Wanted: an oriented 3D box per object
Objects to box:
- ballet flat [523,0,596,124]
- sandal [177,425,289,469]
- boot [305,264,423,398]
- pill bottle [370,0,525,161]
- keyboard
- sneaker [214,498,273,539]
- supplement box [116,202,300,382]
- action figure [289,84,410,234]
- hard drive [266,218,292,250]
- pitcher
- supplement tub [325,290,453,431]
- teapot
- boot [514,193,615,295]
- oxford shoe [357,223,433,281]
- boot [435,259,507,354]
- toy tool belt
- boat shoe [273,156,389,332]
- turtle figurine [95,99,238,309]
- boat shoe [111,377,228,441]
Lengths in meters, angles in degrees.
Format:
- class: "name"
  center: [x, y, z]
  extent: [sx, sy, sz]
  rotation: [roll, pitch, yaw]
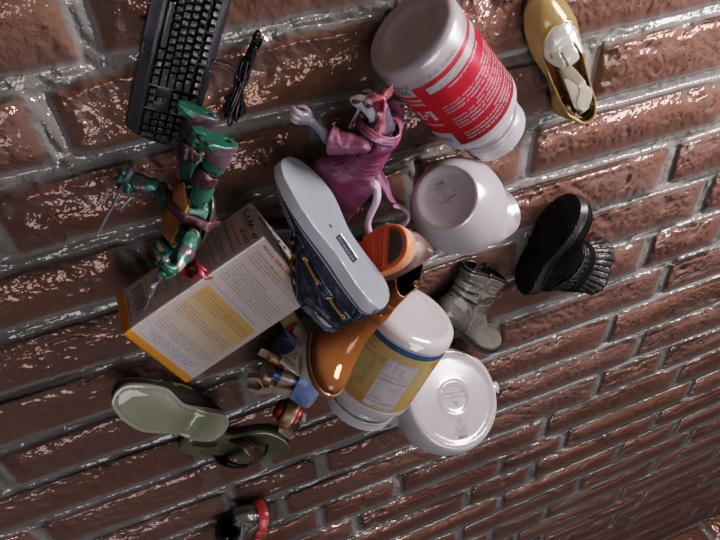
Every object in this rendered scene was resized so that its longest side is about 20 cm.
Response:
- class: "ballet flat"
  center: [0.262, -0.263, 0.856]
  extent: [0.068, 0.063, 0.200]
  rotation: [-37, 137, 7]
- class: "sandal"
  center: [-0.210, 0.304, 1.134]
  extent: [0.199, 0.058, 0.080]
  rotation: [12, 123, -37]
- class: "boot"
  center: [0.012, 0.065, 0.897]
  extent: [0.077, 0.201, 0.155]
  rotation: [40, 139, -20]
- class: "pill bottle"
  center: [0.110, -0.213, 0.781]
  extent: [0.112, 0.113, 0.199]
  rotation: [-43, 136, 14]
- class: "keyboard"
  center: [-0.161, -0.215, 0.698]
  extent: [0.126, 0.021, 0.201]
  rotation: [3, 129, -31]
- class: "sneaker"
  center: [-0.245, 0.521, 1.311]
  extent: [0.097, 0.071, 0.202]
  rotation: [6, 125, -33]
- class: "supplement box"
  center: [-0.173, 0.030, 0.819]
  extent: [0.199, 0.074, 0.126]
  rotation: [-33, 135, 3]
- class: "action figure"
  center: [0.001, -0.127, 0.771]
  extent: [0.133, 0.150, 0.200]
  rotation: [-29, 169, -26]
- class: "hard drive"
  center: [-0.126, -0.008, 0.897]
  extent: [0.198, 0.042, 0.136]
  rotation: [-8, 133, -22]
- class: "pitcher"
  center: [0.121, -0.066, 0.911]
  extent: [0.171, 0.122, 0.200]
  rotation: [-35, 163, 16]
- class: "supplement tub"
  center: [0.038, 0.135, 1.048]
  extent: [0.143, 0.145, 0.201]
  rotation: [7, 126, -34]
- class: "teapot"
  center: [0.135, 0.229, 1.193]
  extent: [0.199, 0.198, 0.146]
  rotation: [36, 156, -9]
- class: "boot"
  center: [0.358, -0.040, 1.106]
  extent: [0.156, 0.080, 0.212]
  rotation: [-1, 141, -19]
- class: "oxford shoe"
  center: [0.000, 0.000, 0.845]
  extent: [0.199, 0.072, 0.073]
  rotation: [-15, 162, 39]
- class: "boot"
  center: [0.206, 0.062, 1.136]
  extent: [0.199, 0.068, 0.131]
  rotation: [23, 111, -43]
- class: "toy tool belt"
  center: [-0.111, 0.140, 1.011]
  extent: [0.122, 0.125, 0.201]
  rotation: [28, 114, -9]
- class: "boat shoe"
  center: [-0.057, -0.023, 0.771]
  extent: [0.091, 0.201, 0.071]
  rotation: [-31, -177, 34]
- class: "turtle figurine"
  center: [-0.198, -0.068, 0.719]
  extent: [0.100, 0.150, 0.201]
  rotation: [-4, 129, -54]
- class: "boat shoe"
  center: [-0.282, 0.197, 0.990]
  extent: [0.072, 0.061, 0.201]
  rotation: [-50, 135, 4]
